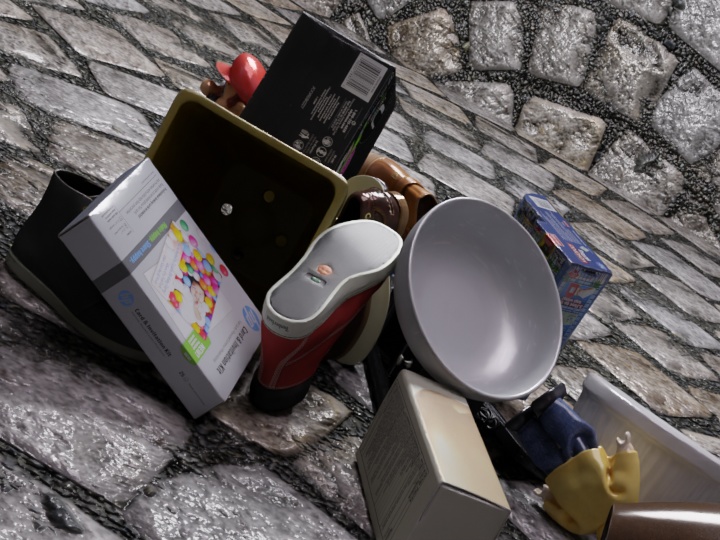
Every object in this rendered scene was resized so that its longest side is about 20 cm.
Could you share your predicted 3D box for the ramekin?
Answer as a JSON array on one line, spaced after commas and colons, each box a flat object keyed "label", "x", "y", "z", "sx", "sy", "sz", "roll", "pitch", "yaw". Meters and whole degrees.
[{"label": "ramekin", "x": 0.302, "y": 0.203, "z": 1.484, "sx": 0.201, "sy": 0.095, "sz": 0.202, "roll": 34, "pitch": 3, "yaw": -2}]

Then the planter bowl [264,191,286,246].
[{"label": "planter bowl", "x": -0.058, "y": -0.045, "z": 1.680, "sx": 0.199, "sy": 0.084, "sz": 0.200, "roll": 31, "pitch": 7, "yaw": -5}]

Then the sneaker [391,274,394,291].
[{"label": "sneaker", "x": 0.010, "y": 0.034, "z": 1.584, "sx": 0.198, "sy": 0.083, "sz": 0.075, "roll": 16, "pitch": 21, "yaw": -36}]

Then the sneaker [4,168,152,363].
[{"label": "sneaker", "x": -0.232, "y": -0.004, "z": 1.270, "sx": 0.199, "sy": 0.107, "sz": 0.075, "roll": 33, "pitch": 18, "yaw": 14}]

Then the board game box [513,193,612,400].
[{"label": "board game box", "x": 0.191, "y": 0.037, "z": 1.624, "sx": 0.061, "sy": 0.202, "sz": 0.200, "roll": 14, "pitch": 23, "yaw": -23}]

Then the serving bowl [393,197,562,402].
[{"label": "serving bowl", "x": 0.105, "y": 0.035, "z": 1.351, "sx": 0.198, "sy": 0.066, "sz": 0.203, "roll": 16, "pitch": 62, "yaw": -33}]

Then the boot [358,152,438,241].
[{"label": "boot", "x": 0.055, "y": -0.051, "z": 1.769, "sx": 0.154, "sy": 0.073, "sz": 0.201, "roll": 34, "pitch": -23, "yaw": 45}]

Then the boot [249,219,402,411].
[{"label": "boot", "x": -0.036, "y": 0.046, "z": 1.333, "sx": 0.072, "sy": 0.145, "sz": 0.200, "roll": 31, "pitch": 43, "yaw": 19}]

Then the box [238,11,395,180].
[{"label": "box", "x": -0.045, "y": -0.176, "z": 1.572, "sx": 0.123, "sy": 0.150, "sz": 0.200, "roll": 31, "pitch": -5, "yaw": 4}]

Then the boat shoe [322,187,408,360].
[{"label": "boat shoe", "x": -0.020, "y": 0.004, "z": 1.429, "sx": 0.070, "sy": 0.202, "sz": 0.070, "roll": 36, "pitch": 25, "yaw": 34}]

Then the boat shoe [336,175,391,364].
[{"label": "boat shoe", "x": 0.003, "y": 0.000, "z": 1.507, "sx": 0.073, "sy": 0.205, "sz": 0.063, "roll": 4, "pitch": -2, "yaw": 12}]

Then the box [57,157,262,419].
[{"label": "box", "x": -0.171, "y": 0.013, "z": 1.249, "sx": 0.201, "sy": 0.041, "sz": 0.156, "roll": 56, "pitch": 22, "yaw": -13}]

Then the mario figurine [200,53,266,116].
[{"label": "mario figurine", "x": -0.181, "y": -0.173, "z": 1.672, "sx": 0.105, "sy": 0.202, "sz": 0.123, "roll": 14, "pitch": 21, "yaw": -40}]

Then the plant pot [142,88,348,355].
[{"label": "plant pot", "x": -0.126, "y": -0.049, "z": 1.446, "sx": 0.194, "sy": 0.196, "sz": 0.200, "roll": 30, "pitch": 4, "yaw": 5}]

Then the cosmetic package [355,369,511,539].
[{"label": "cosmetic package", "x": 0.058, "y": 0.183, "z": 1.206, "sx": 0.070, "sy": 0.106, "sz": 0.200, "roll": 23, "pitch": 19, "yaw": -17}]

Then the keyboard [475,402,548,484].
[{"label": "keyboard", "x": 0.131, "y": 0.162, "z": 1.522, "sx": 0.104, "sy": 0.040, "sz": 0.200, "roll": 46, "pitch": 3, "yaw": -35}]

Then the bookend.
[{"label": "bookend", "x": 0.094, "y": 0.057, "z": 1.453, "sx": 0.091, "sy": 0.200, "sz": 0.200, "roll": 25, "pitch": 18, "yaw": -15}]

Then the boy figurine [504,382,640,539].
[{"label": "boy figurine", "x": 0.233, "y": 0.209, "z": 1.381, "sx": 0.201, "sy": 0.124, "sz": 0.064, "roll": 53, "pitch": 29, "yaw": 12}]

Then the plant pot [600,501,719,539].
[{"label": "plant pot", "x": 0.306, "y": 0.283, "z": 1.229, "sx": 0.197, "sy": 0.189, "sz": 0.187, "roll": 16, "pitch": 15, "yaw": 9}]
